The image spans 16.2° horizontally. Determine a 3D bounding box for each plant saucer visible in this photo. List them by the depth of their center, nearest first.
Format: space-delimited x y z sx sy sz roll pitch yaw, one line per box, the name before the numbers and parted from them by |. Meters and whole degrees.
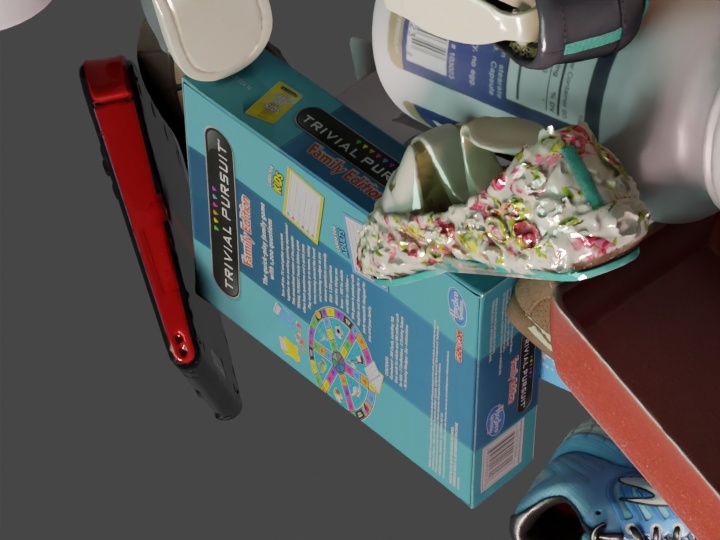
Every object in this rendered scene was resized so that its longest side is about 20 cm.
plant saucer | 0.172 0.067 1.035 0.200 0.200 0.037 50 122 7

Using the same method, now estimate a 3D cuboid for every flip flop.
flip flop | -0.062 -0.089 1.345 0.081 0.058 0.200 25 155 26

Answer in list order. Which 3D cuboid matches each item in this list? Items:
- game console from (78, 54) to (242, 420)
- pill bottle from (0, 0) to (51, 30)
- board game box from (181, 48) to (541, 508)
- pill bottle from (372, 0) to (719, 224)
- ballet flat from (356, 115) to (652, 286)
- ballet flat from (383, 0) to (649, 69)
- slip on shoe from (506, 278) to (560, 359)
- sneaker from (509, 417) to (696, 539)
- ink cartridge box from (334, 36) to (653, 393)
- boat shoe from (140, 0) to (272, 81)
game console | -0.107 -0.015 1.372 0.200 0.031 0.177 69 -173 -78
pill bottle | -0.223 -0.234 1.355 0.116 0.116 0.200 30 142 34
board game box | 0.000 0.000 1.215 0.200 0.047 0.151 37 146 30
pill bottle | 0.111 -0.085 1.050 0.200 0.111 0.111 26 140 38
ballet flat | 0.052 -0.031 1.028 0.200 0.076 0.064 -3 110 62
ballet flat | 0.022 -0.131 1.004 0.200 0.073 0.073 32 143 34
slip on shoe | 0.153 0.055 1.119 0.200 0.076 0.061 35 125 -16
sneaker | 0.153 0.133 1.229 0.200 0.090 0.078 6 125 51
ink cartridge box | 0.051 -0.030 1.230 0.200 0.067 0.116 24 138 41
boat shoe | -0.085 -0.173 1.138 0.062 0.073 0.200 55 164 38
